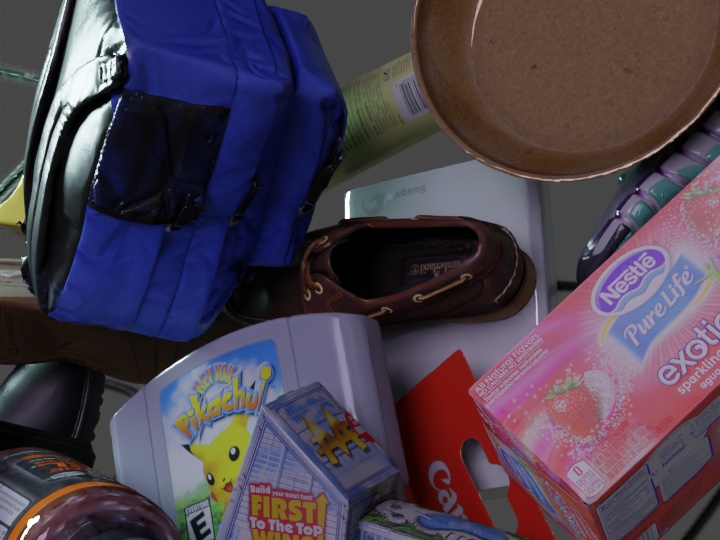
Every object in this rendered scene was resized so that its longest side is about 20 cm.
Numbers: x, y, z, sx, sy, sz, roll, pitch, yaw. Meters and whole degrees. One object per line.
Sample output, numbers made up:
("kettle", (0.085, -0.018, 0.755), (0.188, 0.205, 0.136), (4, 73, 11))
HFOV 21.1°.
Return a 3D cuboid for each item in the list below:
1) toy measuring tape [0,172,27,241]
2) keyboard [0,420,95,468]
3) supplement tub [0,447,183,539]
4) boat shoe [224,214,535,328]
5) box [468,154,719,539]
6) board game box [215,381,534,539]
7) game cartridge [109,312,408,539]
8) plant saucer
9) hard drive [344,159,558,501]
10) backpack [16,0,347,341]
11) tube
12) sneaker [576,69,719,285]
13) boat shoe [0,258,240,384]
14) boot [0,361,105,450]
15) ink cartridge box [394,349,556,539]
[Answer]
("toy measuring tape", (-0.221, -0.057, 1.304), (0.198, 0.073, 0.074), (6, 75, 30))
("keyboard", (-0.246, 0.134, 1.146), (0.039, 0.199, 0.105), (13, 84, 39))
("supplement tub", (-0.158, 0.162, 1.057), (0.200, 0.106, 0.108), (10, 75, 62))
("boat shoe", (0.000, 0.000, 1.127), (0.198, 0.070, 0.071), (-10, 69, 28))
("box", (0.164, 0.045, 0.999), (0.200, 0.103, 0.095), (-42, 59, -9))
("board game box", (-0.003, 0.170, 0.996), (0.198, 0.062, 0.202), (13, 106, 26))
("game cartridge", (-0.064, 0.104, 1.102), (0.199, 0.040, 0.135), (-26, 61, 33))
("plant saucer", (0.125, -0.140, 1.082), (0.198, 0.035, 0.202), (-8, 71, 23))
("hard drive", (0.054, 0.037, 1.140), (0.131, 0.026, 0.202), (-12, 67, 25))
("backpack", (-0.107, -0.058, 1.107), (0.163, 0.166, 0.201), (-103, 32, -56))
("tube", (-0.009, -0.088, 1.211), (0.199, 0.052, 0.058), (-25, 20, 23))
("sneaker", (0.185, -0.066, 1.090), (0.200, 0.074, 0.088), (-46, 38, 0))
("boat shoe", (-0.166, 0.022, 1.209), (0.198, 0.074, 0.063), (7, 40, -6))
("boot", (-0.260, 0.110, 1.200), (0.076, 0.167, 0.202), (10, 78, 50))
("ink cartridge box", (0.006, 0.163, 1.079), (0.200, 0.057, 0.163), (-45, 56, 30))
